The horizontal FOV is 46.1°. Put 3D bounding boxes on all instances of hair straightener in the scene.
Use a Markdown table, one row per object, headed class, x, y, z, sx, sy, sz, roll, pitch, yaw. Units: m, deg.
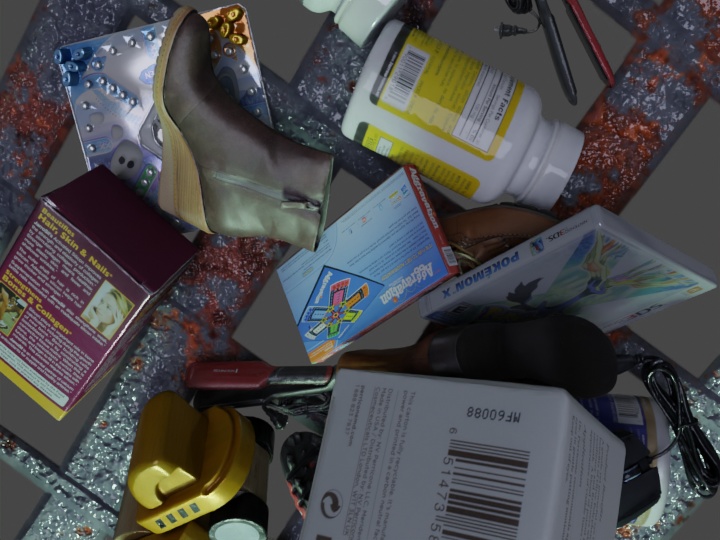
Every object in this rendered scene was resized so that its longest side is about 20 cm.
| class | x | y | z | sx | sy | sz | roll | pitch | yaw |
| --- | --- | --- | --- | --- | --- | --- | --- | --- | --- |
| hair straightener | 0.150 | -0.237 | 0.750 | 0.076 | 0.041 | 0.202 | -26 | 100 | 12 |
| hair straightener | -0.077 | 0.125 | 0.873 | 0.196 | 0.041 | 0.078 | -6 | 129 | 2 |

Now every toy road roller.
| class | x | y | z | sx | sy | sz | roll | pitch | yaw |
| --- | --- | --- | --- | --- | --- | --- | --- | --- | --- |
| toy road roller | -0.184 | 0.202 | 0.827 | 0.198 | 0.124 | 0.146 | -28 | 127 | 23 |

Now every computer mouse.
| class | x | y | z | sx | sy | sz | roll | pitch | yaw |
| --- | --- | --- | --- | --- | --- | --- | --- | --- | --- |
| computer mouse | 0.204 | 0.153 | 0.727 | 0.197 | 0.046 | 0.143 | -19 | 81 | 2 |

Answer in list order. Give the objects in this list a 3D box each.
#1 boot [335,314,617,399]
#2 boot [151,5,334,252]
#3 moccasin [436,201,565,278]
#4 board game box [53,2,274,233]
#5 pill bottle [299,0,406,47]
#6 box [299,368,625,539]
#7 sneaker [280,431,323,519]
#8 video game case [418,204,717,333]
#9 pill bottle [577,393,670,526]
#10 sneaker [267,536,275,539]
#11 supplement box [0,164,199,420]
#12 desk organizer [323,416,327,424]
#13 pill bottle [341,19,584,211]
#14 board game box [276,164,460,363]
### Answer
| class | x | y | z | sx | sy | sz | roll | pitch | yaw |
| --- | --- | --- | --- | --- | --- | --- | --- | --- | --- |
| boot | 0.100 | 0.088 | 0.749 | 0.185 | 0.199 | 0.070 | -3 | 81 | -28 |
| boot | -0.100 | -0.123 | 0.763 | 0.163 | 0.073 | 0.204 | 12 | 116 | 10 |
| moccasin | 0.100 | -0.015 | 0.752 | 0.198 | 0.074 | 0.079 | 1 | 66 | 33 |
| board game box | -0.184 | -0.136 | 0.824 | 0.196 | 0.026 | 0.204 | -10 | 103 | 9 |
| pill bottle | -0.039 | -0.297 | 0.720 | 0.200 | 0.114 | 0.114 | 44 | 105 | -5 |
| box | 0.078 | 0.198 | 0.644 | 0.197 | 0.171 | 0.203 | 1 | 69 | 34 |
| sneaker | -0.022 | 0.258 | 0.872 | 0.070 | 0.098 | 0.202 | -35 | 86 | -26 |
| video game case | 0.178 | 0.019 | 0.723 | 0.181 | 0.198 | 0.022 | -30 | 55 | 37 |
| pill bottle | 0.182 | 0.173 | 0.810 | 0.196 | 0.120 | 0.122 | 4 | 105 | 6 |
| sneaker | -0.157 | 0.365 | 0.931 | 0.081 | 0.078 | 0.202 | 34 | 96 | 1 |
| supplement box | -0.271 | 0.022 | 0.817 | 0.131 | 0.103 | 0.200 | 41 | 119 | -4 |
| desk organizer | 0.036 | 0.218 | 0.810 | 0.071 | 0.077 | 0.203 | -15 | 76 | -25 |
| pill bottle | 0.091 | -0.128 | 0.749 | 0.197 | 0.111 | 0.113 | 27 | 106 | 0 |
| board game box | 0.000 | 0.000 | 0.776 | 0.199 | 0.019 | 0.105 | -35 | 70 | 41 |
